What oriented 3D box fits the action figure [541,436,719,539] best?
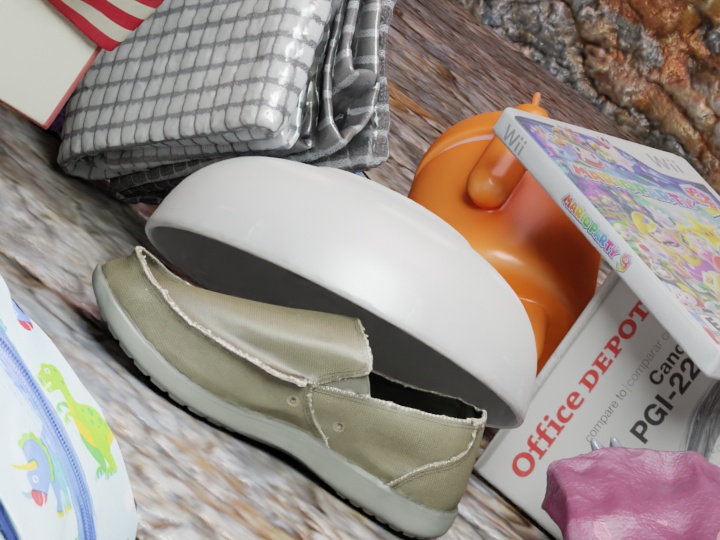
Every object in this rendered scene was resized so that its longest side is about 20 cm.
[{"bbox_3d":[0.129,0.159,1.128,0.200,0.133,0.150,-80,161,-63],"label":"action figure"}]

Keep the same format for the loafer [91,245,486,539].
[{"bbox_3d":[-0.028,0.041,1.118,0.200,0.070,0.075,32,12,-18],"label":"loafer"}]

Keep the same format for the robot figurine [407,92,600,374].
[{"bbox_3d":[0.077,-0.010,1.401,0.144,0.116,0.200,54,32,-30],"label":"robot figurine"}]

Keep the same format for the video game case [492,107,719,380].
[{"bbox_3d":[0.167,-0.007,1.270,0.143,0.018,0.200,12,30,-42],"label":"video game case"}]

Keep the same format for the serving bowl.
[{"bbox_3d":[0.000,0.000,1.194,0.199,0.066,0.200,26,-11,5],"label":"serving bowl"}]

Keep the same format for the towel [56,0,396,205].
[{"bbox_3d":[-0.056,-0.122,1.258,0.085,0.166,0.199,26,-21,-36],"label":"towel"}]

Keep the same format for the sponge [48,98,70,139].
[{"bbox_3d":[-0.155,-0.109,1.444,0.111,0.030,0.200,38,12,9],"label":"sponge"}]

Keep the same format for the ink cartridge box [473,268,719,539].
[{"bbox_3d":[0.180,0.103,1.283,0.200,0.146,0.085,40,15,18],"label":"ink cartridge box"}]

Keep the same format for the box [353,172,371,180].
[{"bbox_3d":[-0.057,-0.068,1.431,0.200,0.046,0.159,50,14,9],"label":"box"}]

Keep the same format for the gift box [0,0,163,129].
[{"bbox_3d":[-0.176,-0.206,1.193,0.184,0.201,0.187,26,16,-22],"label":"gift box"}]

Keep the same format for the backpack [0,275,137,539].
[{"bbox_3d":[-0.150,0.043,0.600,0.200,0.163,0.154,41,19,-11],"label":"backpack"}]
